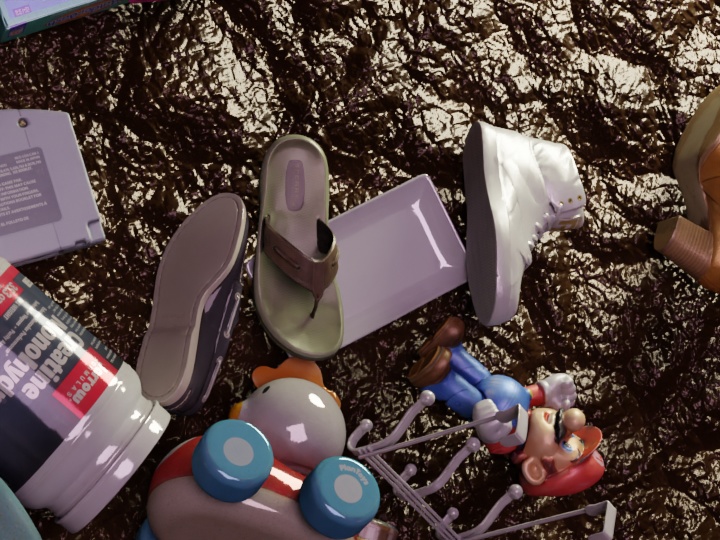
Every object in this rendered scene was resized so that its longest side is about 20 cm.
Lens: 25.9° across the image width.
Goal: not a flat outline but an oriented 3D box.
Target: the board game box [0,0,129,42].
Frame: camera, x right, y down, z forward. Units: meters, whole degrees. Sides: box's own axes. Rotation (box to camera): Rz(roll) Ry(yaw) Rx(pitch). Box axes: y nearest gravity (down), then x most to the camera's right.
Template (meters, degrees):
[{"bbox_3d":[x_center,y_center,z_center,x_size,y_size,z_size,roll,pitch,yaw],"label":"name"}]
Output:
[{"bbox_3d":[-0.277,-0.317,1.362,0.151,0.045,0.201,-21,88,-22],"label":"board game box"}]

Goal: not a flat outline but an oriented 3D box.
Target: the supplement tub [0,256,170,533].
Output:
[{"bbox_3d":[-0.265,0.098,1.248,0.200,0.140,0.141,41,71,-8],"label":"supplement tub"}]

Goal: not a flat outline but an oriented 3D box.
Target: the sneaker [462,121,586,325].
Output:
[{"bbox_3d":[0.158,-0.040,1.440,0.115,0.074,0.201,9,64,-18],"label":"sneaker"}]

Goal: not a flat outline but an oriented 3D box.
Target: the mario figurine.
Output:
[{"bbox_3d":[0.146,0.119,1.406,0.200,0.106,0.124,39,68,-10],"label":"mario figurine"}]

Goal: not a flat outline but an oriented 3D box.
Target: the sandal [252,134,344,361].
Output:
[{"bbox_3d":[-0.054,-0.022,1.362,0.079,0.057,0.202,-3,82,-19],"label":"sandal"}]

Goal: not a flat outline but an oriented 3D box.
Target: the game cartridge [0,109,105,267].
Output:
[{"bbox_3d":[-0.326,-0.062,1.310,0.199,0.042,0.134,-16,83,-21],"label":"game cartridge"}]

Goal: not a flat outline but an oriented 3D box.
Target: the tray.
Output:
[{"bbox_3d":[0.000,0.000,1.420,0.199,0.022,0.108,-27,91,-21],"label":"tray"}]

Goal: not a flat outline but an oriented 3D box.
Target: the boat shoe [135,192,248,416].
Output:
[{"bbox_3d":[-0.138,0.031,1.359,0.063,0.072,0.201,45,56,-53],"label":"boat shoe"}]

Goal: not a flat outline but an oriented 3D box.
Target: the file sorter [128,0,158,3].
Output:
[{"bbox_3d":[-0.146,-0.351,1.343,0.139,0.125,0.201,-18,86,-52],"label":"file sorter"}]

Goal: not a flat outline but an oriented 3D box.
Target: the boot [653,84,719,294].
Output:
[{"bbox_3d":[0.377,-0.070,1.544,0.143,0.071,0.202,26,77,-20],"label":"boot"}]

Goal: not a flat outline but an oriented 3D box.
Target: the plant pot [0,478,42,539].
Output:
[{"bbox_3d":[-0.360,0.208,1.178,0.199,0.196,0.197,34,72,-20],"label":"plant pot"}]

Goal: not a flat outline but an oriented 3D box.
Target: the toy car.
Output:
[{"bbox_3d":[-0.080,0.151,1.313,0.176,0.185,0.201,21,48,-14],"label":"toy car"}]

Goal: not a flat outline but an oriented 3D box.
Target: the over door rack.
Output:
[{"bbox_3d":[0.106,0.167,1.321,0.148,0.199,0.067,46,53,-27],"label":"over door rack"}]

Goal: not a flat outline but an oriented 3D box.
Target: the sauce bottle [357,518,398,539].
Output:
[{"bbox_3d":[-0.021,0.309,1.340,0.064,0.065,0.201,19,76,-15],"label":"sauce bottle"}]
